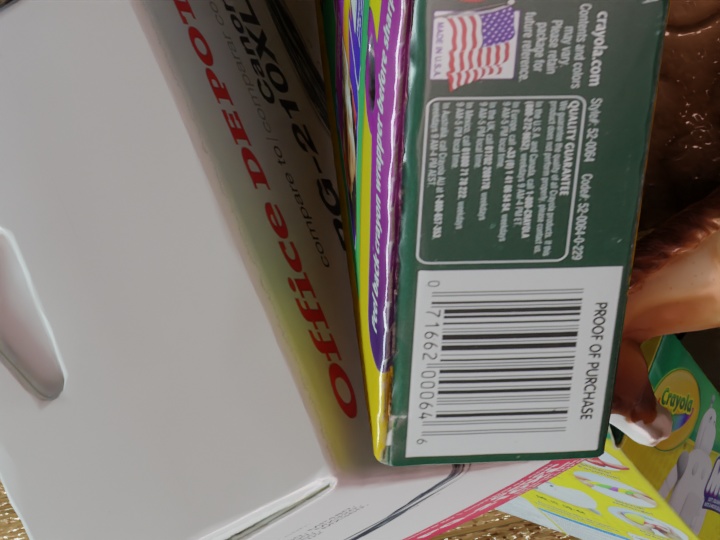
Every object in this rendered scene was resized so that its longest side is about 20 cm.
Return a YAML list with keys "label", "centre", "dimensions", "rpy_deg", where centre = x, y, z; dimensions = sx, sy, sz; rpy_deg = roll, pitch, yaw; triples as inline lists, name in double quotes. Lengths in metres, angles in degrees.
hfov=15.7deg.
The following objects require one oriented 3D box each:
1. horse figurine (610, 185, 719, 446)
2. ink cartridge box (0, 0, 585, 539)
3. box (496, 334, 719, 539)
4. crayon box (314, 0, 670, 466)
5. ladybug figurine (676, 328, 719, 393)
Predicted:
- label: "horse figurine"
  centre: [0.148, -0.023, 0.713]
  dimensions: [0.132, 0.050, 0.200]
  rpy_deg: [26, 113, -28]
- label: "ink cartridge box"
  centre: [-0.026, 0.003, 0.697]
  dimensions: [0.084, 0.145, 0.200]
  rpy_deg: [-28, 169, 20]
- label: "box"
  centre: [0.064, 0.047, 0.876]
  dimensions: [0.117, 0.049, 0.200]
  rpy_deg: [17, 168, 27]
- label: "crayon box"
  centre: [0.025, -0.088, 0.581]
  dimensions: [0.058, 0.173, 0.201]
  rpy_deg: [-2, 134, -5]
- label: "ladybug figurine"
  centre: [0.199, 0.012, 0.947]
  dimensions: [0.199, 0.072, 0.136]
  rpy_deg: [-11, -164, 7]
